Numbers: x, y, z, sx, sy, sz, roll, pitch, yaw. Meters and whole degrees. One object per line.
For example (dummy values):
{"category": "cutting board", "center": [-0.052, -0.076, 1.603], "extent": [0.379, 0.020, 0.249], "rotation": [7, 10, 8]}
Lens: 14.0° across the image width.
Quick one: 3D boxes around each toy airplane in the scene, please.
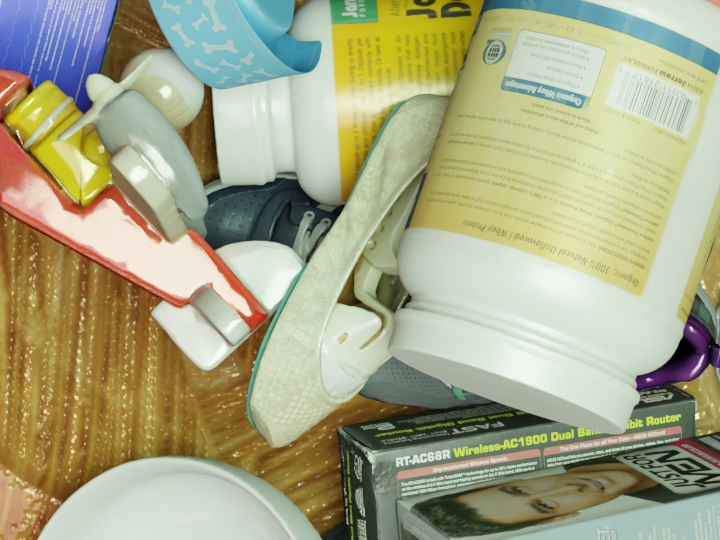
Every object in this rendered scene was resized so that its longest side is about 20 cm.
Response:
{"category": "toy airplane", "center": [-0.112, -0.043, 1.504], "extent": [0.199, 0.199, 0.142], "rotation": [32, 82, -45]}

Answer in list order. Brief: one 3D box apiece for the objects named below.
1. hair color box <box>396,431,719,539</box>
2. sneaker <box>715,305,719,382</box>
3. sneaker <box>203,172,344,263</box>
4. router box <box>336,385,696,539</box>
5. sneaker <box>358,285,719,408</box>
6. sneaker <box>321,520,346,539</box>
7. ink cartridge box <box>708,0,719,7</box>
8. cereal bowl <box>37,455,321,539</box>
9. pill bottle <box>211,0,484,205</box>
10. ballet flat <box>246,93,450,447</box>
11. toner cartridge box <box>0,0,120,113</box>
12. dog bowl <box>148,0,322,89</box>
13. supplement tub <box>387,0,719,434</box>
{"category": "hair color box", "center": [0.130, 0.141, 1.555], "extent": [0.199, 0.099, 0.061], "rotation": [-11, 103, -18]}
{"category": "sneaker", "center": [0.247, 0.006, 1.618], "extent": [0.080, 0.089, 0.202], "rotation": [9, 103, -5]}
{"category": "sneaker", "center": [0.000, 0.000, 1.599], "extent": [0.199, 0.109, 0.071], "rotation": [15, 103, -6]}
{"category": "router box", "center": [0.090, 0.150, 1.630], "extent": [0.199, 0.062, 0.151], "rotation": [-8, 103, -19]}
{"category": "sneaker", "center": [0.087, 0.036, 1.509], "extent": [0.198, 0.088, 0.075], "rotation": [-8, 101, 1]}
{"category": "sneaker", "center": [-0.012, 0.238, 1.686], "extent": [0.078, 0.066, 0.201], "rotation": [17, 93, -41]}
{"category": "ink cartridge box", "center": [0.195, -0.201, 1.524], "extent": [0.116, 0.067, 0.201], "rotation": [23, 95, -9]}
{"category": "cereal bowl", "center": [-0.091, 0.203, 1.640], "extent": [0.199, 0.083, 0.202], "rotation": [-1, 87, 24]}
{"category": "pill bottle", "center": [0.021, -0.093, 1.578], "extent": [0.198, 0.113, 0.114], "rotation": [-4, 103, 0]}
{"category": "ballet flat", "center": [0.007, 0.004, 1.486], "extent": [0.062, 0.067, 0.201], "rotation": [24, 88, 38]}
{"category": "toner cartridge box", "center": [-0.170, -0.175, 1.591], "extent": [0.094, 0.043, 0.201], "rotation": [16, 102, -6]}
{"category": "dog bowl", "center": [-0.066, -0.171, 1.525], "extent": [0.049, 0.201, 0.112], "rotation": [-23, 124, 21]}
{"category": "supplement tub", "center": [0.102, -0.036, 1.418], "extent": [0.144, 0.145, 0.201], "rotation": [21, 82, -6]}
